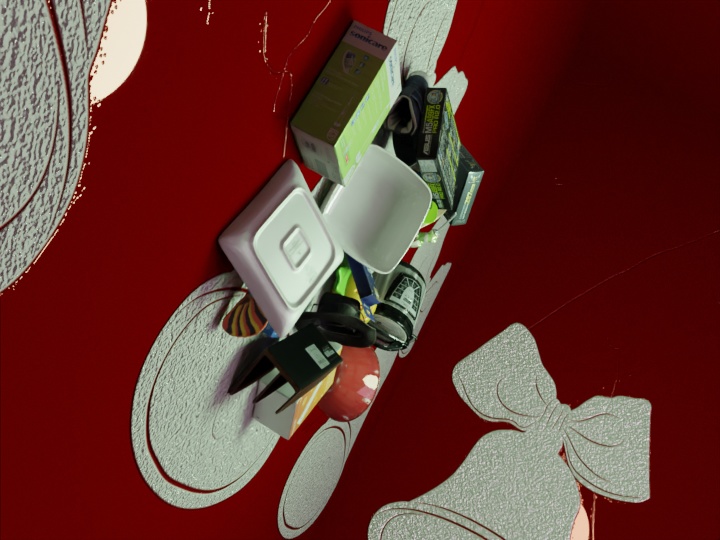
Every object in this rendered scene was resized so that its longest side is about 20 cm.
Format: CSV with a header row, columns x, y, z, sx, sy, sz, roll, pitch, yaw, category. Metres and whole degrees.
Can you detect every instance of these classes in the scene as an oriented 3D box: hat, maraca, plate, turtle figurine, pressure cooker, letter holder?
x,y,z,sx,sy,sz,roll,pitch,yaw,category
-0.049,0.092,1.709,0.201,0.195,0.083,83,15,-67,hat
-0.020,0.048,1.839,0.202,0.104,0.139,74,30,-45,maraca
-0.107,-0.034,1.268,0.201,0.032,0.202,-54,129,-35,plate
0.154,-0.135,2.042,0.201,0.143,0.194,-50,172,-6,turtle figurine
0.062,0.094,2.009,0.180,0.172,0.203,72,34,-54,pressure cooker
-0.145,0.207,1.590,0.142,0.101,0.199,-46,172,23,letter holder

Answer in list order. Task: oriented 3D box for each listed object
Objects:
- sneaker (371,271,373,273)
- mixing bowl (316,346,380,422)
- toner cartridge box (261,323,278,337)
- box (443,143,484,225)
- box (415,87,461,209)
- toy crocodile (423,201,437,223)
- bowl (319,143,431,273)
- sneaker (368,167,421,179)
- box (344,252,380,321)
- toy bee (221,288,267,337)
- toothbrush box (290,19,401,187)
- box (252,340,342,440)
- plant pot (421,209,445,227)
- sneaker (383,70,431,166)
x,y,z,sx,sy,sz,roll,pitch,yaw,category
0.033,-0.059,1.821,0.081,0.076,0.201,-23,-157,26,sneaker
-0.061,0.249,1.943,0.107,0.199,0.203,26,92,-46,mixing bowl
-0.124,0.024,1.518,0.203,0.042,0.095,-64,169,2,toner cartridge box
0.218,-0.236,2.022,0.050,0.202,0.160,-6,134,-26,box
0.159,-0.240,1.648,0.201,0.043,0.164,58,37,-62,box
0.059,-0.117,1.652,0.068,0.195,0.064,-140,-125,-82,toy crocodile
0.020,-0.119,1.556,0.202,0.198,0.074,-58,-154,-4,bowl
0.061,-0.183,1.667,0.198,0.065,0.080,7,106,-47,sneaker
0.000,0.000,1.677,0.032,0.204,0.121,-19,168,6,box
-0.134,0.034,1.325,0.202,0.107,0.131,-55,-172,18,toy bee
-0.018,-0.260,1.294,0.203,0.085,0.146,-59,166,-13,toothbrush box
-0.135,0.240,1.772,0.200,0.096,0.126,-48,160,-46,box
0.082,-0.146,1.779,0.201,0.197,0.095,-45,119,-52,plant pot
0.088,-0.278,1.645,0.147,0.075,0.206,-64,163,-52,sneaker
